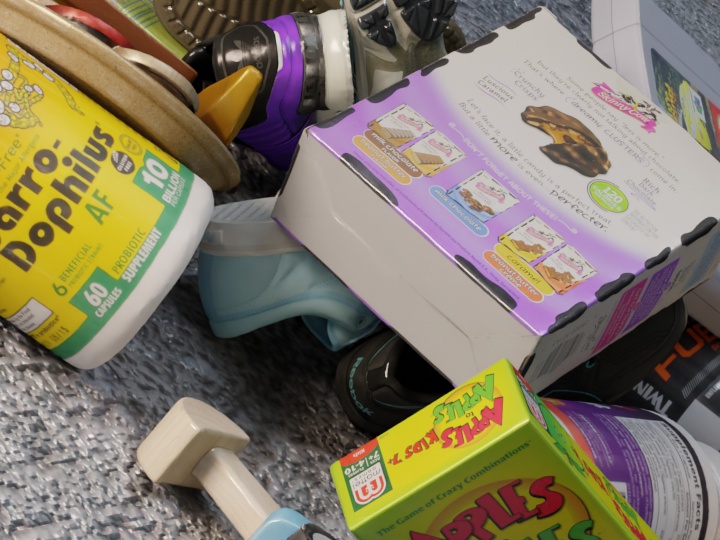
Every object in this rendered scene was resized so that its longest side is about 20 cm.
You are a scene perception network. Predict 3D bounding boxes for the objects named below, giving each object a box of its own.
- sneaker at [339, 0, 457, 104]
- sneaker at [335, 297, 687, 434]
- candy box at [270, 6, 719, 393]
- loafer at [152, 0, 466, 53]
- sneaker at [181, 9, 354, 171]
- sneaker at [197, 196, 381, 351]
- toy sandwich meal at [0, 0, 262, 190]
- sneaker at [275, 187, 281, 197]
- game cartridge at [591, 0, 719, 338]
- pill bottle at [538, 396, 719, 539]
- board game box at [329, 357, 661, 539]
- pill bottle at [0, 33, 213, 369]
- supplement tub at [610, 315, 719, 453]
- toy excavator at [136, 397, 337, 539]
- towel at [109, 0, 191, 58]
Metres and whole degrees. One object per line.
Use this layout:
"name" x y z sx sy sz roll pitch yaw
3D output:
"sneaker" 0.010 -0.148 1.702 0.078 0.200 0.086 -13 23 -25
"sneaker" 0.088 0.046 1.599 0.079 0.200 0.075 130 -57 -76
"candy box" 0.084 -0.035 1.556 0.168 0.072 0.200 43 46 19
"loafer" -0.035 -0.154 1.816 0.200 0.076 0.067 16 18 -18
"sneaker" -0.063 -0.104 1.709 0.200 0.099 0.070 116 -33 -75
"sneaker" 0.000 0.000 1.615 0.200 0.082 0.074 -4 15 -23
"toy sandwich meal" -0.130 -0.111 1.507 0.205 0.070 0.205 32 -11 7
"sneaker" -0.004 -0.034 1.731 0.080 0.070 0.200 40 23 4
"game cartridge" 0.186 -0.066 1.725 0.133 0.041 0.200 29 43 -48
"pill bottle" 0.122 0.126 1.589 0.200 0.111 0.111 10 38 -52
"board game box" 0.082 0.139 1.439 0.200 0.102 0.048 48 15 -39
"pill bottle" -0.180 -0.051 1.425 0.200 0.113 0.113 36 23 -13
"supplement tub" 0.163 0.063 1.755 0.200 0.107 0.107 38 20 21
"toy excavator" -0.033 0.149 1.352 0.194 0.100 0.200 40 9 0
"towel" -0.094 -0.155 1.866 0.144 0.023 0.200 42 23 0
